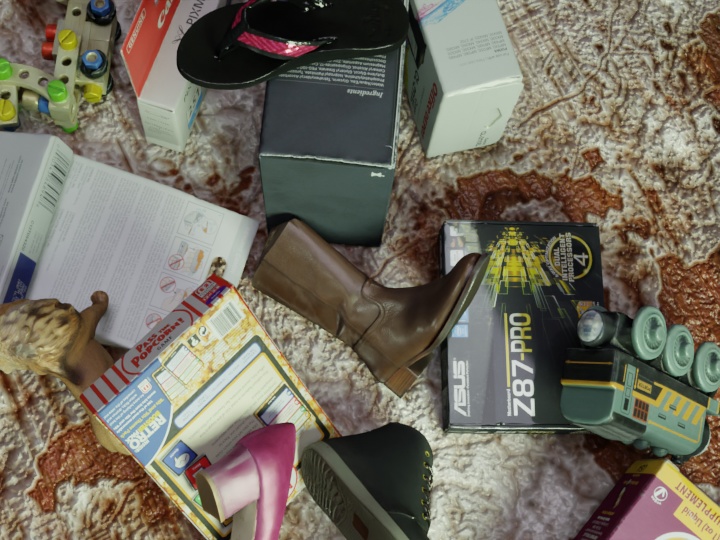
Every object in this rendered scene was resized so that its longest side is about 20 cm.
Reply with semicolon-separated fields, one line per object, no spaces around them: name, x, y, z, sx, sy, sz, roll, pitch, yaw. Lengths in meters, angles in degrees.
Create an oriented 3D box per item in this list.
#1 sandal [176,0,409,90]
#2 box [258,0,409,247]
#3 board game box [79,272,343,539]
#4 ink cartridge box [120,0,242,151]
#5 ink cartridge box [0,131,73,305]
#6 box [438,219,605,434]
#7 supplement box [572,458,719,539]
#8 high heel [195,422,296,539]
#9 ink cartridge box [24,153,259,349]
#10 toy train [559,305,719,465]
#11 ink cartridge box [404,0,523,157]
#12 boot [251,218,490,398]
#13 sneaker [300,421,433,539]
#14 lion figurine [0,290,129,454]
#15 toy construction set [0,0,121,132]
sandal;-0.057;-0.200;0.803;0.196;0.045;0.077;-12;73;-3
box;-0.024;-0.151;0.918;0.121;0.200;0.201;4;72;-2
board game box;-0.119;0.130;0.842;0.151;0.046;0.202;-42;121;-17
ink cartridge box;-0.164;-0.242;0.947;0.044;0.177;0.204;17;72;1
ink cartridge box;-0.385;-0.037;0.924;0.196;0.043;0.200;6;71;22
box;0.156;0.054;0.948;0.157;0.049;0.204;1;74;-3
supplement box;0.239;0.280;0.844;0.130;0.103;0.201;39;82;7
high heel;-0.078;0.230;0.838;0.095;0.067;0.204;-26;113;-34
ink cartridge box;-0.214;-0.003;0.940;0.196;0.047;0.163;19;72;-2
toy train;0.258;0.104;0.890;0.198;0.084;0.116;25;74;-37
ink cartridge box;0.083;-0.238;0.981;0.081;0.146;0.204;-13;74;-7
boot;0.000;0.000;0.896;0.199;0.188;0.064;39;34;8
sneaker;0.044;0.204;0.826;0.105;0.076;0.200;-16;48;-34
lion figurine;-0.228;0.095;0.839;0.072;0.123;0.200;-40;100;19
toy construction set;-0.312;-0.227;0.981;0.128;0.092;0.205;4;83;-3
